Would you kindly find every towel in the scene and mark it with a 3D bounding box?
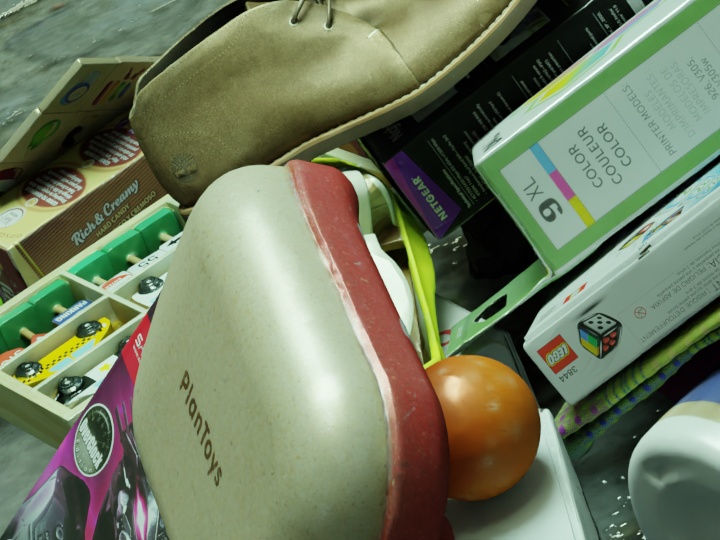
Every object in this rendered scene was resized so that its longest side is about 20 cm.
[{"bbox_3d":[0.149,0.005,1.210,0.143,0.023,0.200,-37,4,22],"label":"towel"}]

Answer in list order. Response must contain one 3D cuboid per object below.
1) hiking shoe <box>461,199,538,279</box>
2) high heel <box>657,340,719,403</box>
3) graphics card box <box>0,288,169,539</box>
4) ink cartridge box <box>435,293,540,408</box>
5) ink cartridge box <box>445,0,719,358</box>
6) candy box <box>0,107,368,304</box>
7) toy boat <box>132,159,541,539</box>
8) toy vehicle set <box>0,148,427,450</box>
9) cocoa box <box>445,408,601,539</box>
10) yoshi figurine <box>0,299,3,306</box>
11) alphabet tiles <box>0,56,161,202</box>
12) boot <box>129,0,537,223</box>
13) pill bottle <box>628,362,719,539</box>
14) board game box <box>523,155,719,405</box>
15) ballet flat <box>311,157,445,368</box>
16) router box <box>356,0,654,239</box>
[{"bbox_3d":[0.090,-0.068,1.362,0.075,0.101,0.200,-15,-12,-32],"label":"hiking shoe"},{"bbox_3d":[0.201,-0.014,1.301,0.096,0.068,0.200,9,46,29],"label":"high heel"},{"bbox_3d":[-0.072,0.098,1.199,0.200,0.051,0.126,-55,44,29],"label":"graphics card box"},{"bbox_3d":[-0.028,0.067,1.330,0.144,0.085,0.200,-34,30,-18],"label":"ink cartridge box"},{"bbox_3d":[0.097,-0.053,1.204,0.200,0.059,0.104,-38,4,5],"label":"ink cartridge box"},{"bbox_3d":[-0.086,-0.026,1.491,0.200,0.117,0.056,-36,32,-21],"label":"candy box"},{"bbox_3d":[0.002,0.051,1.045,0.130,0.131,0.200,5,37,-25],"label":"toy boat"},{"bbox_3d":[-0.078,0.007,1.347,0.200,0.027,0.124,-35,30,-23],"label":"toy vehicle set"},{"bbox_3d":[0.007,0.167,1.093,0.199,0.132,0.134,-21,31,6],"label":"cocoa box"},{"bbox_3d":[-0.249,0.000,1.586,0.112,0.112,0.200,-3,38,22],"label":"yoshi figurine"},{"bbox_3d":[-0.140,-0.049,1.524,0.167,0.008,0.200,-48,-16,21],"label":"alphabet tiles"},{"bbox_3d":[-0.007,-0.096,1.255,0.199,0.076,0.074,-33,14,7],"label":"boot"},{"bbox_3d":[0.206,0.049,1.158,0.200,0.111,0.111,-40,33,-26],"label":"pill bottle"},{"bbox_3d":[0.136,-0.022,1.203,0.126,0.035,0.200,-38,4,19],"label":"board game box"},{"bbox_3d":[0.000,0.000,1.244,0.066,0.067,0.201,-14,43,-5],"label":"ballet flat"},{"bbox_3d":[0.052,-0.110,1.346,0.149,0.051,0.200,-37,27,1],"label":"router box"}]
